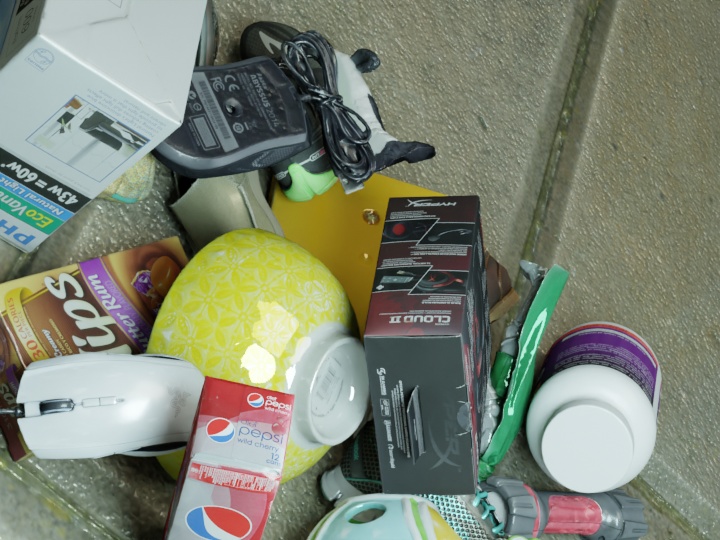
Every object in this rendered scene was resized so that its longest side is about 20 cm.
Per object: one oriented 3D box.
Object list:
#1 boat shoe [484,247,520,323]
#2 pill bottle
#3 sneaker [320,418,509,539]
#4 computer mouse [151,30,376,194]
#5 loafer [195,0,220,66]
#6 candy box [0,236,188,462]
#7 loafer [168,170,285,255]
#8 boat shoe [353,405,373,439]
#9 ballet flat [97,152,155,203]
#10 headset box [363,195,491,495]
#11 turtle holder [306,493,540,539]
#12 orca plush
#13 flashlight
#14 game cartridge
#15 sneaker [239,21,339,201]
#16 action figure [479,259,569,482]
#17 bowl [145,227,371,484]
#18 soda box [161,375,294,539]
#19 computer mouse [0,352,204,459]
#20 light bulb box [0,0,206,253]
[{"bbox_3d":[0.075,0.036,1.761,0.071,0.070,0.200,60,29,-8],"label":"boat shoe"},{"bbox_3d":[0.204,0.122,1.764,0.113,0.112,0.200,53,17,-5],"label":"pill bottle"},{"bbox_3d":[0.069,0.181,1.570,0.199,0.092,0.078,28,12,6],"label":"sneaker"},{"bbox_3d":[-0.093,-0.113,1.585,0.199,0.053,0.139,-10,70,-35],"label":"computer mouse"},{"bbox_3d":[-0.144,-0.216,1.697,0.063,0.072,0.201,19,49,-46],"label":"loafer"},{"bbox_3d":[-0.189,0.054,1.468,0.199,0.056,0.117,-19,80,-50],"label":"candy box"},{"bbox_3d":[-0.114,-0.045,1.610,0.068,0.076,0.201,14,46,-40],"label":"loafer"},{"bbox_3d":[0.067,0.192,1.642,0.072,0.068,0.201,-20,80,-52],"label":"boat shoe"},{"bbox_3d":[-0.184,-0.141,1.601,0.070,0.070,0.201,24,54,-35],"label":"ballet flat"},{"bbox_3d":[0.052,0.060,1.503,0.201,0.074,0.150,-79,165,-53],"label":"headset box"},{"bbox_3d":[0.032,0.232,1.477,0.141,0.185,0.133,30,51,-38],"label":"turtle holder"},{"bbox_3d":[-0.001,-0.129,1.753,0.105,0.199,0.071,-50,137,-12],"label":"orca plush"},{"bbox_3d":[0.172,0.214,1.745,0.199,0.068,0.068,10,59,-44],"label":"flashlight"},{"bbox_3d":[0.000,0.000,1.683,0.175,0.033,0.201,17,51,-9],"label":"game cartridge"},{"bbox_3d":[-0.063,-0.149,1.696,0.084,0.076,0.201,52,13,-46],"label":"sneaker"},{"bbox_3d":[0.124,0.094,1.728,0.118,0.054,0.201,53,55,-77],"label":"action figure"},{"bbox_3d":[-0.055,0.076,1.479,0.200,0.107,0.202,-23,119,-50],"label":"bowl"},{"bbox_3d":[-0.096,0.159,1.378,0.063,0.201,0.070,13,51,-6],"label":"soda box"},{"bbox_3d":[-0.191,0.088,1.356,0.198,0.044,0.111,-4,80,-21],"label":"computer mouse"},{"bbox_3d":[-0.218,-0.156,1.463,0.124,0.200,0.199,32,44,-27],"label":"light bulb box"}]
